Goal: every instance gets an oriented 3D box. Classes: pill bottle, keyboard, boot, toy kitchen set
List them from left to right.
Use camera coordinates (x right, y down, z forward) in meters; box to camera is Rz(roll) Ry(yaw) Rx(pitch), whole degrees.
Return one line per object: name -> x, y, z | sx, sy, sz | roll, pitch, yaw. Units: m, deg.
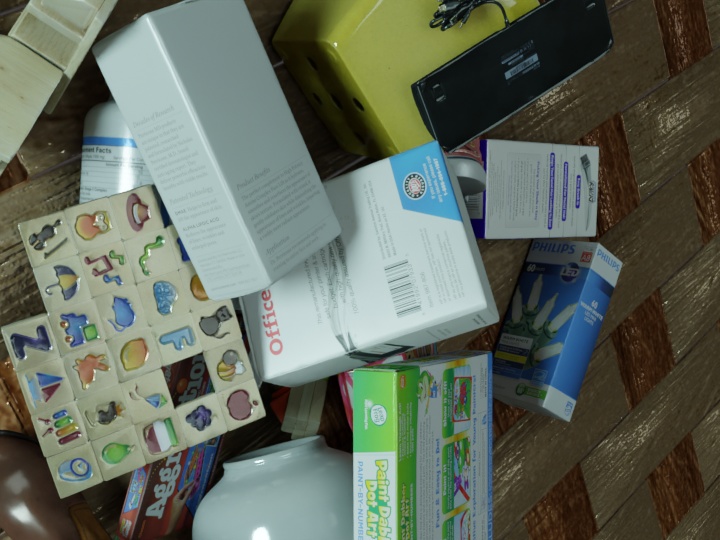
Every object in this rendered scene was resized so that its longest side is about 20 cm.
toy kitchen set -> -0.259, -0.202, 0.587 | 0.179, 0.163, 0.202 | 33, 64, -22
boot -> -0.216, 0.219, 0.647 | 0.068, 0.199, 0.190 | -32, 115, -20
pill bottle -> -0.169, -0.073, 0.711 | 0.111, 0.112, 0.203 | 3, 93, -38
keyboard -> 0.127, -0.199, 0.752 | 0.199, 0.021, 0.128 | -33, 124, -11

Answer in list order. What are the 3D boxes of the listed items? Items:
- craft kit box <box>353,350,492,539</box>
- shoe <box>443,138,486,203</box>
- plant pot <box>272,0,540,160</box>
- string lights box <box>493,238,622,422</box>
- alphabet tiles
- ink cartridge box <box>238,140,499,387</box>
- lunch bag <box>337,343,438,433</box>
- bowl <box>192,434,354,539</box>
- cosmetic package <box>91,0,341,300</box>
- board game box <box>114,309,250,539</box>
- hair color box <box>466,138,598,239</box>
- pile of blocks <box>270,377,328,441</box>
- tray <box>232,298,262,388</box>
craft kit box -> 0.060, 0.176, 0.755 | 0.197, 0.048, 0.203 | 2, 88, -62
shoe -> 0.088, -0.122, 0.880 | 0.070, 0.200, 0.093 | 3, 89, 3
plant pot -> 0.038, -0.212, 0.821 | 0.176, 0.199, 0.201 | -44, 120, -13
string lights box -> 0.228, 0.067, 1.046 | 0.059, 0.102, 0.202 | 29, 77, -36
alphabet tiles -> -0.174, 0.047, 0.656 | 0.165, 0.008, 0.203 | -19, 102, -19
ink cartridge box -> 0.000, 0.000, 0.744 | 0.084, 0.198, 0.147 | 36, 37, -69
lunch bag -> 0.040, 0.102, 0.877 | 0.177, 0.081, 0.203 | -65, 147, -61
bowl -> -0.067, 0.204, 0.787 | 0.199, 0.200, 0.092 | -10, 83, -37
cosmetic package -> -0.100, -0.091, 0.643 | 0.102, 0.073, 0.202 | -38, 109, -49
board game box -> -0.148, 0.132, 0.761 | 0.103, 0.019, 0.203 | 6, 102, -63
hair color box -> 0.194, -0.094, 1.028 | 0.198, 0.064, 0.111 | -2, 96, -36
pile of blocks -> -0.054, 0.066, 0.859 | 0.061, 0.082, 0.203 | 13, 77, -3
tray -> -0.120, 0.006, 0.815 | 0.106, 0.022, 0.203 | 15, 85, -39
